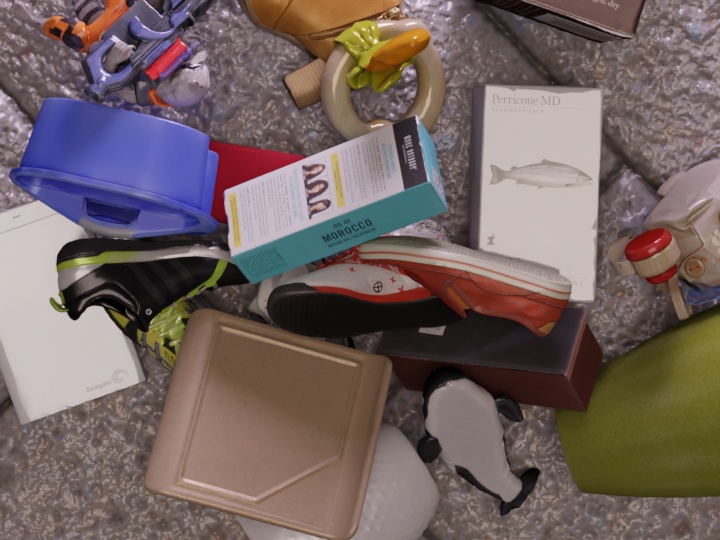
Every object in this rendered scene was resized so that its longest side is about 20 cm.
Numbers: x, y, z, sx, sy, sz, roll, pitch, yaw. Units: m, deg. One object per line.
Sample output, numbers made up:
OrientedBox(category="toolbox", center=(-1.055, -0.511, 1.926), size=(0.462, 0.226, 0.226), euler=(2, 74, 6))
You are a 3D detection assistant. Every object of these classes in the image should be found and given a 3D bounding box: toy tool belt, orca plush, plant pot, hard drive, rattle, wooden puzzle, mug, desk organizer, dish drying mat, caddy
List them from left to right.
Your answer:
OrientedBox(category="hard drive", center=(-0.302, 0.034, 1.748), size=(0.131, 0.027, 0.202), euler=(-19, 96, -1))
OrientedBox(category="caddy", center=(-0.223, -0.083, 1.660), size=(0.198, 0.141, 0.106), euler=(12, 81, 6))
OrientedBox(category="dish drying mat", center=(-0.115, -0.081, 1.721), size=(0.198, 0.018, 0.078), euler=(10, 86, 15))
OrientedBox(category="wooden puzzle", center=(-0.083, 0.143, 1.655), size=(0.198, 0.037, 0.186), euler=(13, 64, -1))
OrientedBox(category="mug", center=(-0.033, 0.209, 1.729), size=(0.175, 0.148, 0.201), euler=(-32, 71, -9))
OrientedBox(category="rattle", center=(0.044, -0.128, 1.670), size=(0.129, 0.142, 0.202), euler=(-11, 107, -38))
OrientedBox(category="orca plush", center=(0.111, 0.148, 1.741), size=(0.105, 0.071, 0.200), euler=(-40, 128, 15))
OrientedBox(category="desk organizer", center=(0.125, 0.078, 1.721), size=(0.198, 0.077, 0.072), euler=(5, 60, 29))
OrientedBox(category="plant pot", center=(0.295, 0.142, 1.725), size=(0.198, 0.187, 0.189), euler=(-17, 96, 15))
OrientedBox(category="toy tool belt", center=(0.329, -0.015, 1.704), size=(0.124, 0.200, 0.124), euler=(-15, 110, 43))

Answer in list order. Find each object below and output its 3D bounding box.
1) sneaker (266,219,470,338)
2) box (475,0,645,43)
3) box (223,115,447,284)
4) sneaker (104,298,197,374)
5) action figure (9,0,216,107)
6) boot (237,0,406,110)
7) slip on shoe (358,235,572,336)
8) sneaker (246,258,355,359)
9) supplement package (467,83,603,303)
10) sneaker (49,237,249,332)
OrientedBox(category="sneaker", center=(0.000, 0.001, 1.697), size=(0.199, 0.109, 0.068), euler=(-2, 140, -17))
OrientedBox(category="box", center=(0.196, -0.330, 1.665), size=(0.163, 0.166, 0.202), euler=(18, 94, -3))
OrientedBox(category="box", center=(-0.024, -0.064, 1.642), size=(0.198, 0.049, 0.083), euler=(-20, 52, 14))
OrientedBox(category="sneaker", center=(-0.171, 0.059, 1.724), size=(0.200, 0.076, 0.075), euler=(45, 74, -10))
OrientedBox(category="action figure", center=(-0.198, -0.229, 1.663), size=(0.200, 0.105, 0.193), euler=(-39, 70, -18))
OrientedBox(category="boot", center=(-0.040, -0.267, 1.716), size=(0.143, 0.071, 0.202), euler=(-30, 101, -5))
OrientedBox(category="slip on shoe", center=(0.091, 0.011, 1.633), size=(0.198, 0.074, 0.062), euler=(16, 101, 6))
OrientedBox(category="sneaker", center=(-0.060, 0.044, 1.740), size=(0.088, 0.074, 0.202), euler=(-20, 85, 1))
OrientedBox(category="supplement package", center=(0.164, -0.075, 1.713), size=(0.116, 0.117, 0.202), euler=(1, 95, 0))
OrientedBox(category="sneaker", center=(-0.192, 0.018, 1.676), size=(0.198, 0.072, 0.084), euler=(1, 78, -17))
